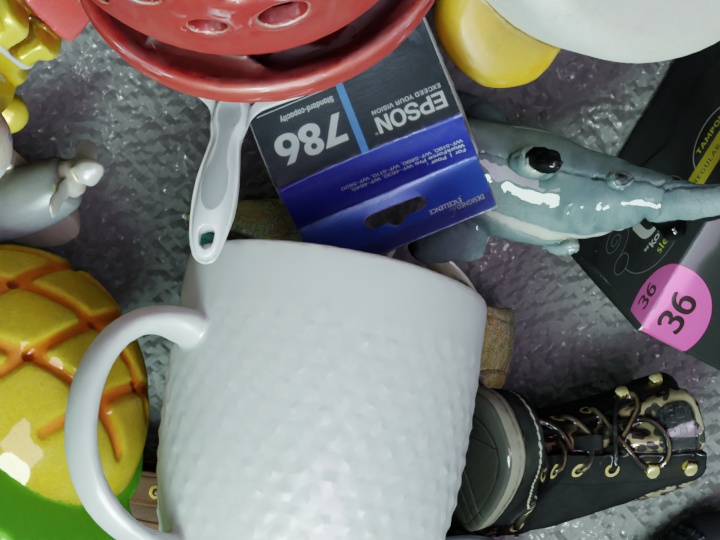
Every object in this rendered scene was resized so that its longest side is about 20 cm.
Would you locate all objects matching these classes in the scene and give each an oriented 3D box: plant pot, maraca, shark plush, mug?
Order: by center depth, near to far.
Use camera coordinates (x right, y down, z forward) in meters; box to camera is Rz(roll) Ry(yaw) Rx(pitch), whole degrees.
[{"bbox_3d":[-0.055,-0.181,1.030,0.199,0.201,0.183,-22,153,-6],"label":"plant pot"},{"bbox_3d":[-0.046,0.084,1.139,0.199,0.147,0.177,17,75,-30],"label":"mug"},{"bbox_3d":[-0.155,0.071,1.165,0.137,0.201,0.107,17,133,-39],"label":"maraca"},{"bbox_3d":[0.089,-0.037,1.208,0.091,0.199,0.083,-64,157,-10],"label":"shark plush"}]

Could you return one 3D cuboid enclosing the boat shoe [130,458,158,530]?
[{"bbox_3d":[-0.157,0.103,1.266,0.199,0.072,0.068,21,92,-26],"label":"boat shoe"}]

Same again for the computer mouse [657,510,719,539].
[{"bbox_3d":[0.140,0.199,1.393,0.199,0.034,0.059,-33,137,-4],"label":"computer mouse"}]

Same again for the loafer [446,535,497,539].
[{"bbox_3d":[0.052,0.202,1.299,0.071,0.063,0.200,-2,152,-3],"label":"loafer"}]

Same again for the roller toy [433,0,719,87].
[{"bbox_3d":[0.117,-0.196,1.182,0.181,0.140,0.202,-14,107,-19],"label":"roller toy"}]

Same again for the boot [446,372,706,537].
[{"bbox_3d":[0.107,0.093,1.281,0.150,0.200,0.074,-15,70,-14],"label":"boot"}]

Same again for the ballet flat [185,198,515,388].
[{"bbox_3d":[0.000,0.000,1.273,0.199,0.071,0.071,31,100,-22],"label":"ballet flat"}]

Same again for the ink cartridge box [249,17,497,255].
[{"bbox_3d":[-0.014,-0.106,1.177,0.099,0.039,0.201,-23,82,3],"label":"ink cartridge box"}]

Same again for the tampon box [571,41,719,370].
[{"bbox_3d":[0.241,-0.013,1.292,0.199,0.126,0.151,26,102,-22],"label":"tampon box"}]

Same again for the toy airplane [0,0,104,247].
[{"bbox_3d":[-0.209,-0.080,1.138,0.199,0.141,0.200,-6,131,-27],"label":"toy airplane"}]

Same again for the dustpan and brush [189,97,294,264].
[{"bbox_3d":[-0.052,-0.099,1.130,0.138,0.057,0.202,8,84,9],"label":"dustpan and brush"}]
